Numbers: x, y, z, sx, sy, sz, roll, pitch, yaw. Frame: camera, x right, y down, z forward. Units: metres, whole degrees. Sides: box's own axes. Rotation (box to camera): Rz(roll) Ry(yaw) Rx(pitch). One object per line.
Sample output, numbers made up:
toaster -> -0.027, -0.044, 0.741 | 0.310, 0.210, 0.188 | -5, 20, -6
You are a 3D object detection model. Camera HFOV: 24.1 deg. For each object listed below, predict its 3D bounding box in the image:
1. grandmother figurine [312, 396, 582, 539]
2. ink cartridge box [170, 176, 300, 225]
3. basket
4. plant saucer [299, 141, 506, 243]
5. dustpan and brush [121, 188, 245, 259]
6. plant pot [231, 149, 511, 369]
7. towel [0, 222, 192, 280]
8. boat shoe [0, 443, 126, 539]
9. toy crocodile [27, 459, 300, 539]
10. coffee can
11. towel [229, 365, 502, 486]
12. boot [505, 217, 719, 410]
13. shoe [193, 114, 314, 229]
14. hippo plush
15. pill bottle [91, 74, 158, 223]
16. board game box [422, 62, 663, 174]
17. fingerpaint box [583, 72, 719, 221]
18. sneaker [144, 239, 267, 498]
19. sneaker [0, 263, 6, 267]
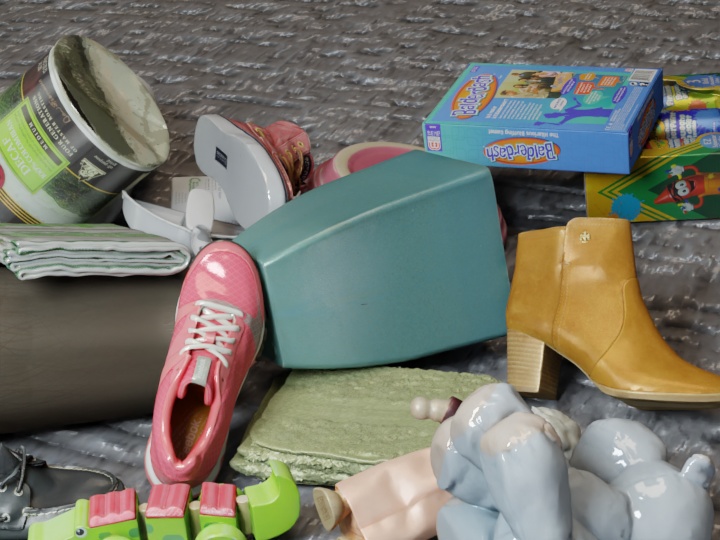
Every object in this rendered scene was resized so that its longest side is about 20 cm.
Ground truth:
grandmother figurine -> 0.068, 0.145, 1.188 | 0.198, 0.122, 0.061 | -18, -2, -17
ink cartridge box -> -0.083, -0.037, 1.608 | 0.198, 0.041, 0.200 | -4, 28, -3
basket -> -0.213, 0.059, 1.359 | 0.198, 0.138, 0.180 | -4, -8, -8
plant saucer -> 0.043, -0.066, 1.572 | 0.198, 0.051, 0.201 | 10, 26, -5
dustpan and brush -> -0.140, -0.032, 1.453 | 0.138, 0.058, 0.200 | 14, 24, -11
plant pot -> 0.000, 0.000, 1.385 | 0.198, 0.143, 0.141 | -17, 16, -21
towel -> -0.234, -0.017, 1.360 | 0.148, 0.031, 0.200 | 1, 6, -25
boat shoe -> -0.273, 0.161, 1.253 | 0.197, 0.067, 0.075 | -2, 28, 7
toy crocodile -> -0.140, 0.179, 1.198 | 0.198, 0.062, 0.068 | -6, 28, 1
coffee can -> -0.296, -0.101, 1.565 | 0.199, 0.146, 0.147 | -36, 19, 23
towel -> 0.009, 0.121, 1.302 | 0.198, 0.037, 0.149 | 2, 28, 16
boot -> 0.206, 0.032, 1.311 | 0.199, 0.146, 0.071 | 4, -10, 27
shoe -> -0.078, -0.091, 1.505 | 0.090, 0.072, 0.200 | -1, 22, -24
hippo plush -> 0.151, 0.145, 1.084 | 0.159, 0.161, 0.200 | -14, 34, -20
pill bottle -> -0.275, -0.130, 1.744 | 0.113, 0.115, 0.201 | -1, 28, 9
board game box -> 0.176, -0.148, 1.606 | 0.198, 0.045, 0.152 | 5, 31, 22
fingerpaint box -> 0.300, -0.125, 1.659 | 0.165, 0.074, 0.201 | -2, 28, 8
sneaker -> -0.111, 0.071, 1.262 | 0.073, 0.202, 0.087 | 12, -14, -4
sneaker -> -0.246, 0.010, 1.490 | 0.198, 0.084, 0.078 | -2, 70, 14
